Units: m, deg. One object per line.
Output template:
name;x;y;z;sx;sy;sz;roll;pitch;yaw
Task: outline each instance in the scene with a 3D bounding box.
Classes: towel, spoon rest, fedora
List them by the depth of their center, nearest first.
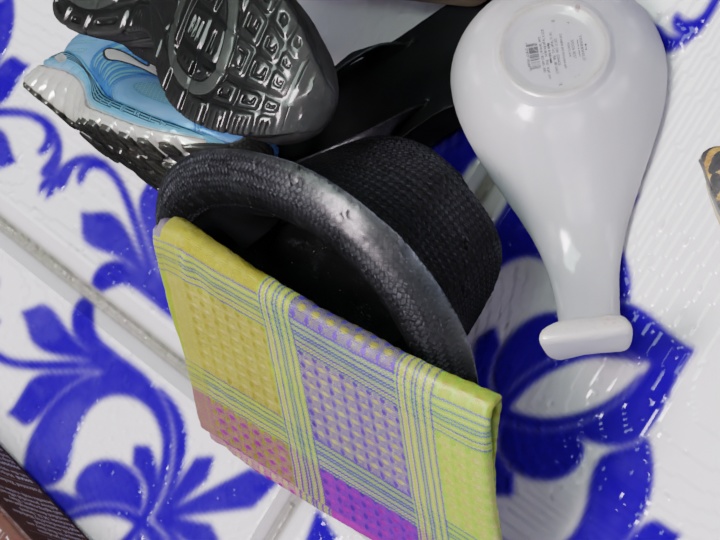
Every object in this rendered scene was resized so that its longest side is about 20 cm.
towel;-0.012;0.061;1.315;0.200;0.144;0.023;28;55;32
spoon rest;0.093;-0.045;1.328;0.099;0.061;0.200;-7;60;6
fedora;0.000;0.000;1.346;0.200;0.201;0.092;24;53;39

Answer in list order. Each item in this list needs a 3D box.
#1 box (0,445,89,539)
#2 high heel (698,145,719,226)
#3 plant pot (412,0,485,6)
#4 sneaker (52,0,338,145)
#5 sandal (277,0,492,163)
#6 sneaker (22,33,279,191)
box;-0.201;0.144;1.472;0.100;0.075;0.200;-54;50;8
high heel;0.239;-0.015;1.195;0.143;0.071;0.200;-49;68;20
plant pot;-0.010;-0.229;1.382;0.200;0.177;0.200;10;69;38
sneaker;-0.059;-0.108;1.353;0.200;0.091;0.076;40;104;49
sandal;0.004;-0.078;1.416;0.200;0.043;0.076;-37;56;21
sneaker;-0.095;-0.093;1.459;0.090;0.078;0.200;-52;36;-4
